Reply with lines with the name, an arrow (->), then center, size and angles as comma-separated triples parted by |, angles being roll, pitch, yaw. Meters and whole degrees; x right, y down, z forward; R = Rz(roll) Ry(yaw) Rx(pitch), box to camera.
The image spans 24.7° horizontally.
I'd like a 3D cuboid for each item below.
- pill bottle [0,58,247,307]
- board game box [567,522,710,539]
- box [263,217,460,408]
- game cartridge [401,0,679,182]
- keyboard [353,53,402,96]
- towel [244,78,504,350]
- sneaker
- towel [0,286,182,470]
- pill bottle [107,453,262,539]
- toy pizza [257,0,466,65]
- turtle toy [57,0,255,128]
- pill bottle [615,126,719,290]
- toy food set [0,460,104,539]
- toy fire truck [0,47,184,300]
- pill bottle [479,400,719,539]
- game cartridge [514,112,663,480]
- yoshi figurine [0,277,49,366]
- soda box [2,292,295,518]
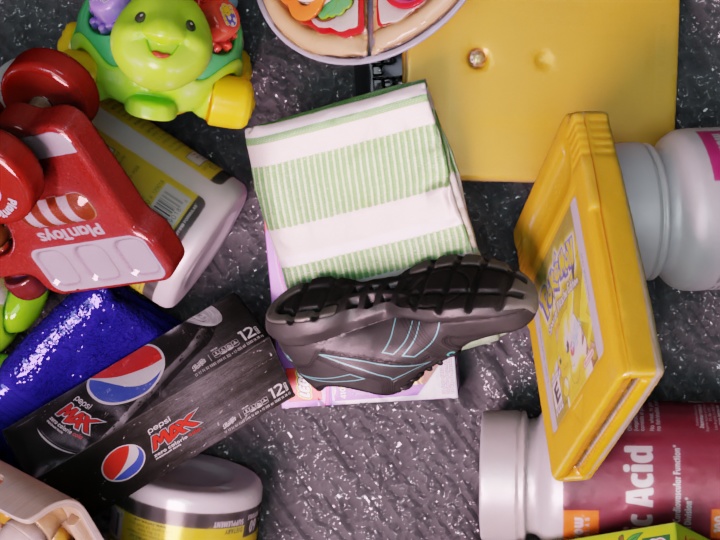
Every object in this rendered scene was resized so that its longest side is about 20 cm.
pill bottle -> -0.194, -0.070, 1.221 | 0.200, 0.111, 0.111 | 34, 101, 1
board game box -> 0.165, 0.230, 1.183 | 0.200, 0.101, 0.048 | -17, 57, 36
box -> 0.000, 0.000, 1.244 | 0.136, 0.039, 0.201 | -4, 98, 7
game cartridge -> 0.130, -0.151, 1.191 | 0.199, 0.032, 0.177 | 2, 94, -6
keyboard -> 0.053, -0.209, 1.217 | 0.127, 0.021, 0.201 | -3, 99, 8
towel -> 0.010, -0.026, 1.184 | 0.152, 0.023, 0.201 | -13, 108, 16
sneaker -> 0.034, 0.041, 1.163 | 0.199, 0.075, 0.079 | -6, 120, 24
towel -> -0.218, 0.104, 1.237 | 0.200, 0.148, 0.050 | -45, 52, 8
pill bottle -> -0.141, 0.250, 1.260 | 0.114, 0.114, 0.201 | 9, 100, 6
toy pizza -> 0.004, -0.243, 1.164 | 0.200, 0.032, 0.201 | -8, 72, 26
turtle toy -> -0.140, -0.162, 1.159 | 0.145, 0.200, 0.101 | 8, 111, -10
pill bottle -> 0.263, -0.044, 1.144 | 0.199, 0.113, 0.114 | -3, 98, -9
toy food set -> -0.237, 0.207, 1.167 | 0.143, 0.060, 0.200 | 19, 143, 36
toy fire truck -> -0.237, -0.046, 1.128 | 0.199, 0.112, 0.168 | -9, 127, 31
pill bottle -> 0.188, 0.151, 1.204 | 0.199, 0.114, 0.115 | 0, 98, 7
game cartridge -> 0.146, 0.017, 1.107 | 0.032, 0.176, 0.201 | -3, 61, -11
yoshi figurine -> -0.293, 0.062, 1.275 | 0.112, 0.112, 0.201 | 26, 89, -31
soda box -> -0.153, 0.103, 1.201 | 0.200, 0.063, 0.071 | -31, 134, -11
